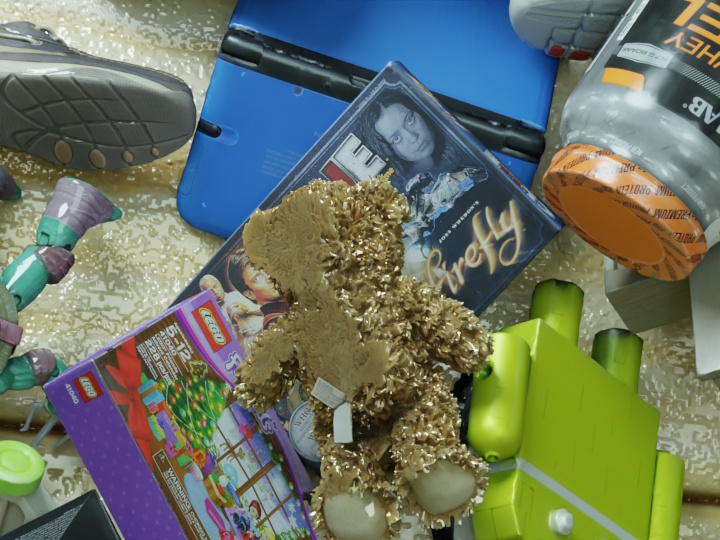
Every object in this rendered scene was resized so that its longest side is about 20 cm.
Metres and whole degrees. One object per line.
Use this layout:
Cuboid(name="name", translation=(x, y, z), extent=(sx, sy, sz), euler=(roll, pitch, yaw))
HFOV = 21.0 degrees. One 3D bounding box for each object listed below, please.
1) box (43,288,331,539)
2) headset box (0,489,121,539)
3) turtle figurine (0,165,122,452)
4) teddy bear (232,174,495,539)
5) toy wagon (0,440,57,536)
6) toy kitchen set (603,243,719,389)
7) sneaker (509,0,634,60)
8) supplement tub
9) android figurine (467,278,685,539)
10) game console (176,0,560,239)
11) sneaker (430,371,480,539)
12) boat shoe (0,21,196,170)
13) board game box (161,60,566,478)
Cuboid(name="box", translation=(-0.078, 0.122, 1.053), extent=(0.039, 0.137, 0.201), euler=(-26, 94, 26))
Cuboid(name="headset box", translation=(-0.160, 0.239, 1.022), extent=(0.148, 0.075, 0.201), euler=(-26, 122, -10))
Cuboid(name="turtle figurine", translation=(-0.214, 0.040, 1.088), extent=(0.148, 0.101, 0.202), euler=(20, 72, -3))
Cuboid(name="teddy bear", translation=(0.004, 0.052, 1.042), extent=(0.145, 0.067, 0.201), euler=(-42, 65, 21))
Cuboid(name="toy wagon", translation=(-0.255, 0.137, 1.045), extent=(0.198, 0.040, 0.156), euler=(21, 121, -3))
Cuboid(name="toy kitchen set", translation=(0.265, 0.035, 1.125), extent=(0.199, 0.181, 0.164), euler=(-19, 42, 24))
Cuboid(name="sneaker", translation=(0.169, -0.182, 1.183), extent=(0.198, 0.077, 0.083), euler=(-8, 72, -28))
Cuboid(name="supplement tub", translation=(0.192, -0.102, 1.073), extent=(0.122, 0.123, 0.201), euler=(34, 75, 1))
Cuboid(name="android figurine", translation=(0.119, 0.111, 1.092), extent=(0.182, 0.041, 0.201), euler=(38, 49, -35))
Cuboid(name="game console", translation=(0.008, -0.093, 1.178), extent=(0.198, 0.118, 0.172), euler=(18, 108, -2))
Cuboid(name="sneaker", translation=(0.080, 0.148, 1.117), extent=(0.079, 0.074, 0.202), euler=(2, 85, -13))
Cuboid(name="boat shoe", translation=(-0.192, -0.112, 1.122), extent=(0.198, 0.075, 0.074), euler=(6, 47, -6))
Cuboid(name="board game box", translation=(0.000, 0.000, 1.109), extent=(0.135, 0.035, 0.200), euler=(44, 102, 4))
